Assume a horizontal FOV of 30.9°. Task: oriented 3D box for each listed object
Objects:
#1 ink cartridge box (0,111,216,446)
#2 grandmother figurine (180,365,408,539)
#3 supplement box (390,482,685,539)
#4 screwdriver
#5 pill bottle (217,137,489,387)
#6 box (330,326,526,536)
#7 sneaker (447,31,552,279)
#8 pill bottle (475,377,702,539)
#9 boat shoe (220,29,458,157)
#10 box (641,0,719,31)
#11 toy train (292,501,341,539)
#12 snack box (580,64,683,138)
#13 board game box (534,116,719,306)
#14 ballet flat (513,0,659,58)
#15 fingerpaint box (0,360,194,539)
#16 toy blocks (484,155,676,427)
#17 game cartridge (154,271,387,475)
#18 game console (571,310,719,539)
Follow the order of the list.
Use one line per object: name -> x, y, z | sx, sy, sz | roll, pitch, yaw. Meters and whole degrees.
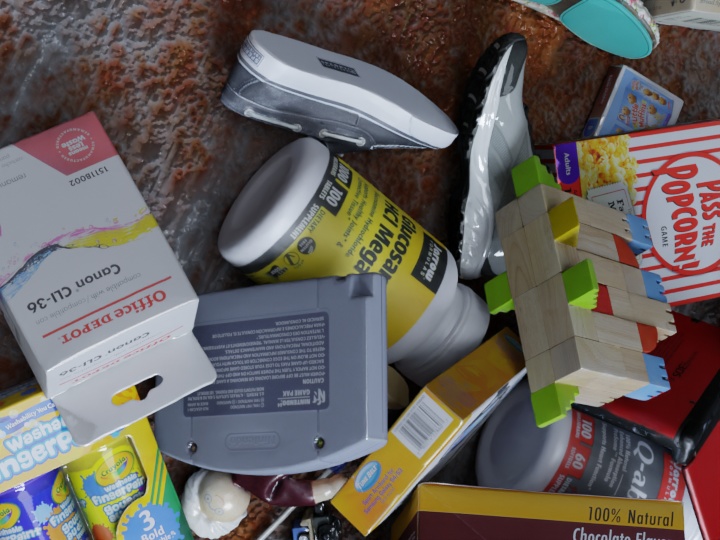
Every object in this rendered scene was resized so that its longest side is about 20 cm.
ink cartridge box -> -0.188, 0.005, 0.892 | 0.116, 0.068, 0.200 | -27, 76, -20
grandmother figurine -> -0.061, 0.127, 0.966 | 0.200, 0.061, 0.121 | -44, 74, 19
supplement box -> 0.124, 0.272, 0.942 | 0.197, 0.133, 0.200 | 5, 66, -5
screwdriver -> -0.034, 0.170, 1.035 | 0.200, 0.029, 0.028 | -45, 109, -16
pill bottle -> 0.000, 0.000, 0.992 | 0.200, 0.112, 0.113 | 38, 79, -21
box -> 0.063, 0.111, 0.965 | 0.041, 0.200, 0.119 | 41, 114, 10
sneaker -> 0.117, -0.090, 1.043 | 0.079, 0.074, 0.201 | 2, 107, -5
pill bottle -> 0.206, 0.175, 1.091 | 0.200, 0.116, 0.116 | 26, 83, -23
boat shoe -> -0.015, -0.121, 1.006 | 0.200, 0.072, 0.068 | 13, 122, -37
box -> 0.305, -0.313, 1.121 | 0.095, 0.078, 0.200 | 1, 93, -23
toy train -> -0.031, 0.282, 1.041 | 0.046, 0.034, 0.200 | -5, 97, 7
snack box -> 0.212, -0.073, 1.126 | 0.072, 0.024, 0.200 | 26, 83, -21
board game box -> 0.245, -0.045, 1.102 | 0.200, 0.046, 0.152 | -11, 98, -21
ballet flat -> 0.171, -0.241, 1.075 | 0.200, 0.076, 0.064 | 21, 70, -26
fingerpaint box -> -0.236, 0.170, 0.923 | 0.200, 0.073, 0.167 | -23, 102, -20
toy blocks -> 0.180, 0.025, 0.990 | 0.137, 0.100, 0.200 | 15, 55, -37
game cartridge -> -0.065, 0.077, 0.921 | 0.041, 0.200, 0.133 | 19, 69, -51
game console -> 0.258, 0.131, 1.072 | 0.200, 0.172, 0.119 | -33, 139, -54
